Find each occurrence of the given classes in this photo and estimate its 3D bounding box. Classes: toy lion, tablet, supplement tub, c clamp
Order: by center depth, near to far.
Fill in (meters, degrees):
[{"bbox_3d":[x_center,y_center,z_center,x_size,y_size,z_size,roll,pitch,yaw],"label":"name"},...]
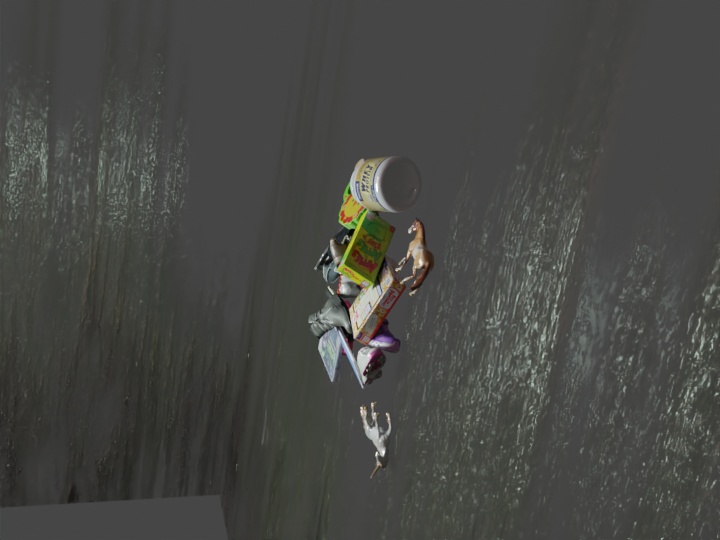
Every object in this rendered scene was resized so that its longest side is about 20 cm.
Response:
[{"bbox_3d":[0.064,-0.234,1.567,0.199,0.141,0.149,16,99,64],"label":"supplement tub"},{"bbox_3d":[-0.034,0.249,1.740,0.201,0.013,0.132,-121,10,-52],"label":"tablet"},{"bbox_3d":[-0.003,-0.224,1.751,0.193,0.068,0.201,-52,30,10],"label":"toy lion"},{"bbox_3d":[-0.106,-0.079,2.009,0.202,0.027,0.171,-54,-2,9],"label":"c clamp"}]

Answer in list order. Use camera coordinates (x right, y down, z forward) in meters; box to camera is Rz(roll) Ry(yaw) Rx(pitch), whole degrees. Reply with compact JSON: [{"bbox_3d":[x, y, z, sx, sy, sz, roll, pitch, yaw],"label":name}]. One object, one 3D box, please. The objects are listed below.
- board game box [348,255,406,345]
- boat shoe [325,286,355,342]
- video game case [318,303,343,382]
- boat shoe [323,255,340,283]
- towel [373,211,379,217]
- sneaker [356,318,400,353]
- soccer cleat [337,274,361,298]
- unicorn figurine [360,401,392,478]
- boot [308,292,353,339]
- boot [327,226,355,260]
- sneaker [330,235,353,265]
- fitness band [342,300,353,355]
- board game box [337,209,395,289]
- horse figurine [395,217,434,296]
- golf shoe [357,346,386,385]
[{"bbox_3d":[0.042,0.079,1.588,0.202,0.046,0.152,-57,20,20],"label":"board game box"},{"bbox_3d":[-0.063,0.136,1.828,0.063,0.073,0.203,-41,61,10],"label":"boat shoe"},{"bbox_3d":[-0.099,0.243,1.959,0.201,0.023,0.186,-124,41,-58],"label":"video game case"},{"bbox_3d":[-0.077,-0.022,1.980,0.063,0.071,0.202,-104,34,-47],"label":"boat shoe"},{"bbox_3d":[0.016,-0.132,1.826,0.146,0.029,0.206,-174,89,-68],"label":"towel"},{"bbox_3d":[0.054,0.173,1.613,0.199,0.079,0.091,9,76,65],"label":"sneaker"},{"bbox_3d":[-0.034,0.057,1.870,0.200,0.075,0.071,-101,22,-81],"label":"soccer cleat"},{"bbox_3d":[0.048,0.452,1.581,0.200,0.072,0.142,-131,39,-79],"label":"unicorn figurine"},{"bbox_3d":[-0.083,0.163,1.721,0.130,0.068,0.200,-43,32,3],"label":"boot"},{"bbox_3d":[-0.052,-0.065,1.806,0.168,0.075,0.204,-44,25,53],"label":"boot"},{"bbox_3d":[-0.011,-0.072,1.669,0.070,0.198,0.077,-25,84,38],"label":"sneaker"},{"bbox_3d":[-0.059,0.191,1.932,0.202,0.036,0.146,-114,35,-52],"label":"fitness band"},{"bbox_3d":[0.019,-0.061,1.603,0.048,0.100,0.203,-39,23,54],"label":"board game box"},{"bbox_3d":[0.141,-0.026,1.449,0.134,0.049,0.202,-53,26,25],"label":"horse figurine"},{"bbox_3d":[0.020,0.247,1.591,0.093,0.074,0.201,59,162,23],"label":"golf shoe"}]
